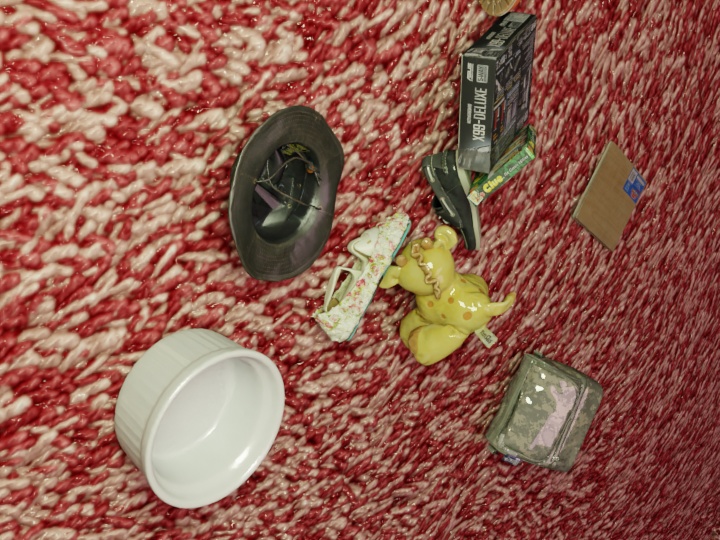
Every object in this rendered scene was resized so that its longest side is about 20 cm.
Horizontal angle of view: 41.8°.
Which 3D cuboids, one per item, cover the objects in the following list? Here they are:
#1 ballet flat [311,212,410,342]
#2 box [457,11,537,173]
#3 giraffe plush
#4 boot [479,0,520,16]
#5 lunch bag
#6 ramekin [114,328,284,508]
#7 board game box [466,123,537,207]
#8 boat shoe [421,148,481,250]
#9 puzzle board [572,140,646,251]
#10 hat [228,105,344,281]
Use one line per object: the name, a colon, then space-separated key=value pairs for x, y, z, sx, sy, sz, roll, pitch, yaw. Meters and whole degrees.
ballet flat: x=0.000 y=0.000 z=1.272 sx=0.063 sy=0.075 sz=0.202 roll=31 pitch=81 yaw=-18
box: x=0.190 y=-0.249 z=1.296 sx=0.200 sy=0.049 sz=0.160 roll=-51 pitch=147 yaw=-50
giraffe plush: x=0.104 y=0.024 z=1.347 sx=0.173 sy=0.199 sz=0.163 roll=-45 pitch=109 yaw=-15
boot: x=0.230 y=-0.430 z=1.277 sx=0.107 sy=0.074 sz=0.203 roll=16 pitch=98 yaw=-56
lunch bag: x=0.328 y=0.260 z=1.740 sx=0.166 sy=0.139 sz=0.203 roll=23 pitch=94 yaw=-35
ramekin: x=-0.194 y=0.168 z=1.121 sx=0.199 sy=0.097 sz=0.203 roll=-27 pitch=130 yaw=-37
board game box: x=0.201 y=-0.151 z=1.320 sx=0.105 sy=0.023 sz=0.200 roll=-43 pitch=-175 yaw=19
boat shoe: x=0.139 y=-0.100 z=1.380 sx=0.201 sy=0.066 sz=0.073 roll=65 pitch=19 yaw=-50
puzzle board: x=0.463 y=-0.135 z=1.752 sx=0.199 sy=0.017 sz=0.153 roll=27 pitch=89 yaw=-52
hat: x=-0.106 y=-0.094 z=1.087 sx=0.199 sy=0.080 sz=0.204 roll=-28 pitch=126 yaw=-45
